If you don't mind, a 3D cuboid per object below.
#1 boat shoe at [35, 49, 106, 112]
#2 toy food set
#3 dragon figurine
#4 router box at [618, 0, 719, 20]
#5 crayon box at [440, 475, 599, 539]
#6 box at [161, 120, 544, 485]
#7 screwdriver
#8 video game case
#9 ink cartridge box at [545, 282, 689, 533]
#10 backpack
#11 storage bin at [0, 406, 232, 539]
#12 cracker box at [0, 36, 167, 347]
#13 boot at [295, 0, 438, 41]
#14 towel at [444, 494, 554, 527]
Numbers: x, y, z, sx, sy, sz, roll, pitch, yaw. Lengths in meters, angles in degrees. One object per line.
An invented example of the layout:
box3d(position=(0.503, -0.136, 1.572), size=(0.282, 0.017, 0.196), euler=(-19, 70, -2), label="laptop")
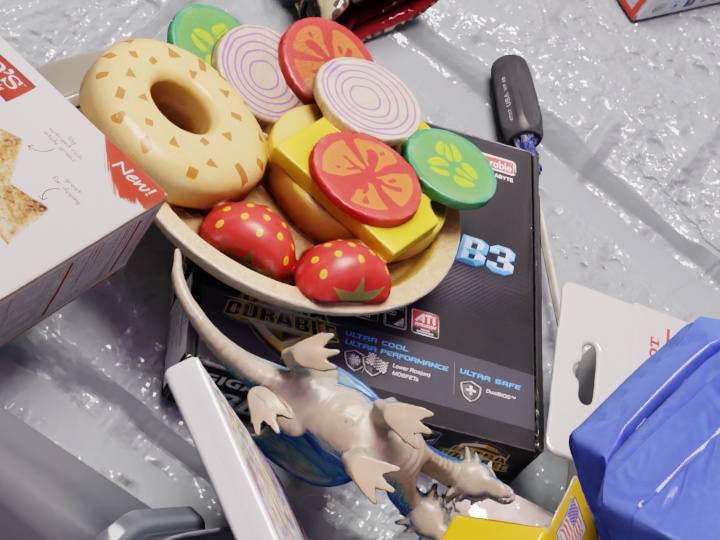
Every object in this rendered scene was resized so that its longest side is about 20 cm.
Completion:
box3d(position=(-0.166, -0.059, 1.142), size=(0.200, 0.073, 0.063), euler=(-39, 124, -45), label="boat shoe")
box3d(position=(-0.034, -0.060, 1.127), size=(0.200, 0.049, 0.198), euler=(41, 41, 11), label="toy food set")
box3d(position=(-0.017, 0.071, 1.066), size=(0.200, 0.099, 0.059), euler=(31, 79, 4), label="dragon figurine")
box3d(position=(0.219, -0.265, 1.471), size=(0.200, 0.049, 0.180), euler=(-15, 66, -34), label="router box")
box3d(position=(0.053, 0.202, 0.978), size=(0.051, 0.126, 0.200), euler=(5, 45, 32), label="crayon box")
box3d(position=(0.000, 0.000, 1.179), size=(0.200, 0.050, 0.199), euler=(16, 53, -17), label="box")
box3d(position=(0.105, -0.043, 1.271), size=(0.029, 0.028, 0.200), euler=(-13, 58, -1), label="screwdriver")
box3d(position=(-0.033, 0.132, 0.986), size=(0.018, 0.200, 0.143), euler=(-25, 68, -1), label="video game case")
box3d(position=(0.178, 0.097, 1.188), size=(0.200, 0.067, 0.116), euler=(21, 52, -13), label="ink cartridge box")
box3d(position=(0.200, 0.130, 1.053), size=(0.162, 0.200, 0.168), euler=(-37, 40, -16), label="backpack")
box3d(position=(-0.168, 0.146, 0.911), size=(0.134, 0.200, 0.146), euler=(38, 6, 14), label="storage bin")
box3d(position=(-0.198, -0.026, 0.983), size=(0.134, 0.058, 0.200), euler=(42, 38, 9), label="cracker box")
box3d(position=(-0.053, -0.199, 1.276), size=(0.200, 0.073, 0.151), euler=(-18, 68, -41), label="boot")
box3d(position=(0.113, 0.220, 1.095), size=(0.191, 0.032, 0.200), euler=(23, 50, -11), label="towel")
